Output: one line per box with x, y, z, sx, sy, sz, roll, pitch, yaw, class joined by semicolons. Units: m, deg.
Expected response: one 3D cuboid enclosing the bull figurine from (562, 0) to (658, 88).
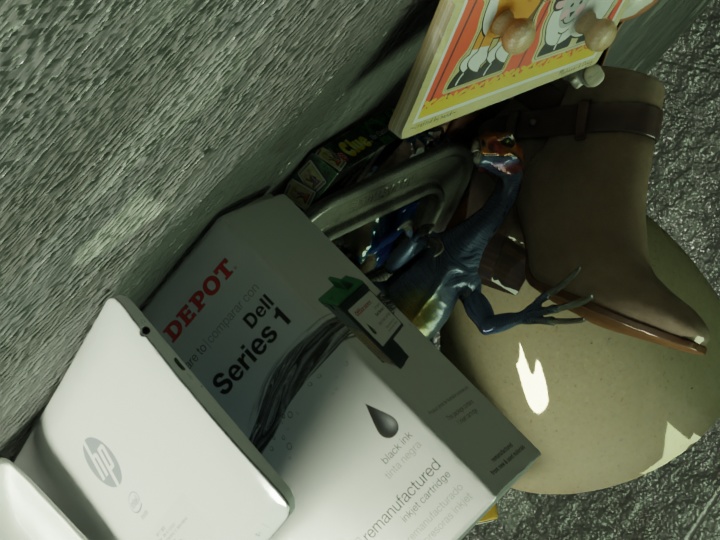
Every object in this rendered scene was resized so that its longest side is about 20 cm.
0.169;-0.191;1.208;0.200;0.065;0.122;-43;-159;8;bull figurine

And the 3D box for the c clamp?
0.000;0.000;1.184;0.200;0.027;0.171;-22;150;-45;c clamp

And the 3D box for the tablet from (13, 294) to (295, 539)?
-0.108;0.106;0.990;0.014;0.130;0.200;-34;168;-38;tablet

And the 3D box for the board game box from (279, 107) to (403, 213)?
-0.052;-0.008;1.181;0.200;0.023;0.105;-50;175;30;board game box

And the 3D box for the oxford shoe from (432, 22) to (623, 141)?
0.120;-0.134;1.369;0.200;0.071;0.071;-47;177;27;oxford shoe

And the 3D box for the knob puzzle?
0.113;-0.161;1.037;0.219;0.030;0.220;-38;156;-20;knob puzzle

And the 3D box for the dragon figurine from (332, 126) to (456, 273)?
0.017;-0.035;1.279;0.099;0.059;0.200;-37;165;-13;dragon figurine

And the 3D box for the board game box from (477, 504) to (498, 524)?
-0.038;0.160;1.263;0.199;0.041;0.153;-8;172;-30;board game box

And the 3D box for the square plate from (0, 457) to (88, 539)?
-0.177;0.231;1.002;0.198;0.200;0.028;-46;-177;-12;square plate

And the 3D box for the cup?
0.131;0.022;1.313;0.199;0.144;0.201;-17;-145;12;cup

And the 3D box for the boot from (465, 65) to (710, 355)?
0.143;-0.045;1.191;0.070;0.199;0.147;31;82;-52;boot

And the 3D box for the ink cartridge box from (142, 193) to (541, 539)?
-0.031;0.081;1.052;0.146;0.200;0.084;-49;171;22;ink cartridge box

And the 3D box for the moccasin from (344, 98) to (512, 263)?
0.049;-0.036;1.378;0.201;0.074;0.078;-41;139;10;moccasin

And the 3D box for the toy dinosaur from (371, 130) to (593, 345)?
0.026;0.002;1.158;0.199;0.105;0.182;-6;-136;44;toy dinosaur
